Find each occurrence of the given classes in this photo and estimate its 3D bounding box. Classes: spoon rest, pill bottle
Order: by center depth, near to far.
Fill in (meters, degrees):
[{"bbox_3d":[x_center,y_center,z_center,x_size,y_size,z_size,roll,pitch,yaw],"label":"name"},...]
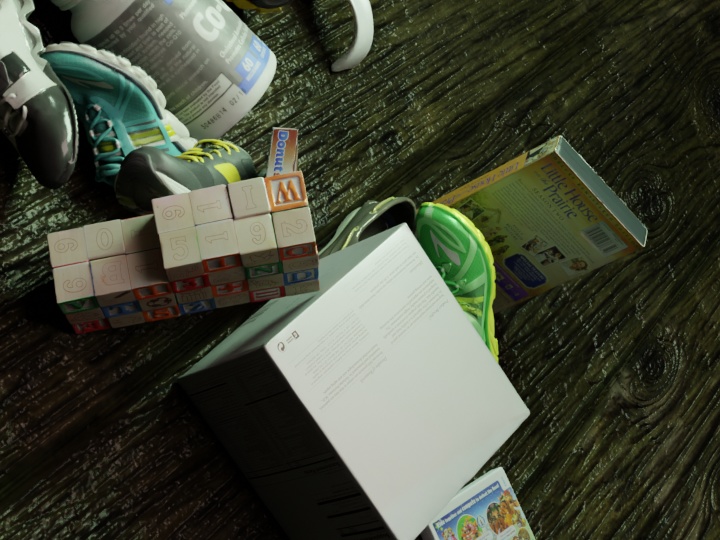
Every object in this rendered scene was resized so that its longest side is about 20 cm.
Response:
[{"bbox_3d":[-0.178,-0.213,1.374,0.200,0.114,0.114,44,42,-24],"label":"pill bottle"},{"bbox_3d":[-0.040,-0.308,1.629,0.099,0.061,0.200,-25,89,-52],"label":"spoon rest"}]

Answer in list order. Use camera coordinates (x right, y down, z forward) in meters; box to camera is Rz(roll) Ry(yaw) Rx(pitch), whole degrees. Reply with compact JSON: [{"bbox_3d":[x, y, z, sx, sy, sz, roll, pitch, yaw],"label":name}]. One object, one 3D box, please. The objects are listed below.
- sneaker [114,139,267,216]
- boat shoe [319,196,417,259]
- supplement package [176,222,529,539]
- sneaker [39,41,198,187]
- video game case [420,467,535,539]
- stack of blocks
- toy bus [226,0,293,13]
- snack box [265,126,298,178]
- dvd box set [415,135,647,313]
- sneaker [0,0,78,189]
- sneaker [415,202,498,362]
[{"bbox_3d":[-0.135,-0.074,1.297,0.200,0.074,0.085,36,66,-66],"label":"sneaker"},{"bbox_3d":[-0.002,-0.002,1.497,0.072,0.060,0.202,50,40,-18],"label":"boat shoe"},{"bbox_3d":[-0.004,0.106,1.336,0.191,0.147,0.200,-41,101,-37],"label":"supplement package"},{"bbox_3d":[-0.195,-0.110,1.322,0.200,0.077,0.080,48,52,-31],"label":"sneaker"},{"bbox_3d":[0.136,0.303,1.516,0.143,0.018,0.200,-22,86,-51],"label":"video game case"},{"bbox_3d":[-0.135,-0.011,1.221,0.115,0.199,0.059,89,-10,-71],"label":"stack of blocks"},{"bbox_3d":[-0.145,-0.320,1.453,0.192,0.200,0.136,-18,68,-21],"label":"toy bus"},{"bbox_3d":[-0.068,-0.048,1.359,0.024,0.200,0.072,7,69,1],"label":"snack box"},{"bbox_3d":[0.166,-0.042,1.600,0.146,0.200,0.029,43,43,-23],"label":"dvd box set"},{"bbox_3d":[-0.289,-0.149,1.249,0.088,0.074,0.200,-5,60,-45],"label":"sneaker"},{"bbox_3d":[0.085,0.033,1.536,0.083,0.074,0.201,-23,107,-43],"label":"sneaker"}]
